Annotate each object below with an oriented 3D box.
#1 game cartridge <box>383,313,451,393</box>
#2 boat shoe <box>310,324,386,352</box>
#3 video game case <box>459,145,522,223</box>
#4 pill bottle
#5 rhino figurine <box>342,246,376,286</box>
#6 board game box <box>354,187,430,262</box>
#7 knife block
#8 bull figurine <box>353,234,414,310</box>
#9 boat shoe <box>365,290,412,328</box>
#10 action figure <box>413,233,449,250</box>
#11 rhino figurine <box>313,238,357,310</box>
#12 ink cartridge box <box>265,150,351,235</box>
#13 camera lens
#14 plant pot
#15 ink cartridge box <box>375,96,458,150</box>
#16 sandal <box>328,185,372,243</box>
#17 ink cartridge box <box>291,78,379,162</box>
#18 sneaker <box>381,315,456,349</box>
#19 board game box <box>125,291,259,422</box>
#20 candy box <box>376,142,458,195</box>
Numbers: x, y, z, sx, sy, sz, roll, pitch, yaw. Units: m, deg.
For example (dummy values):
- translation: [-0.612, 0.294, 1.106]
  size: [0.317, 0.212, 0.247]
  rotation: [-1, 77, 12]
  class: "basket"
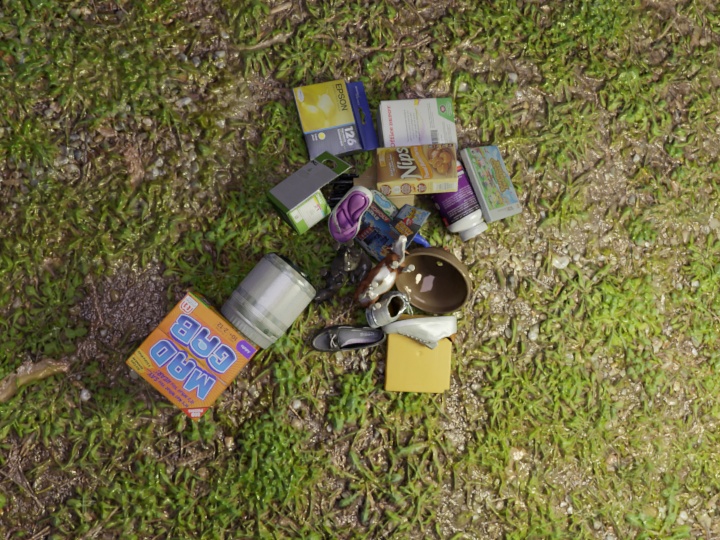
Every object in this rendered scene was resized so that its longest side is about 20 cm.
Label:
- translation: [0.153, 0.218, 1.344]
  size: [0.175, 0.032, 0.202]
  rotation: [5, 87, -7]
  class: "game cartridge"
- translation: [-0.031, 0.172, 1.308]
  size: [0.198, 0.057, 0.068]
  rotation: [-6, 87, -8]
  class: "boat shoe"
- translation: [0.353, -0.236, 1.361]
  size: [0.181, 0.022, 0.202]
  rotation: [-18, 87, -46]
  class: "video game case"
- translation: [0.257, -0.182, 1.349]
  size: [0.112, 0.112, 0.201]
  rotation: [-27, 89, -9]
  class: "pill bottle"
- translation: [0.000, 0.000, 1.265]
  size: [0.059, 0.200, 0.088]
  rotation: [13, 71, 30]
  class: "rhino figurine"
- translation: [0.068, -0.117, 1.264]
  size: [0.200, 0.200, 0.062]
  rotation: [43, 50, -9]
  class: "board game box"
- translation: [0.015, -0.184, 1.314]
  size: [0.200, 0.064, 0.176]
  rotation: [38, 71, 19]
  class: "knife block"
- translation: [0.060, 0.007, 1.189]
  size: [0.065, 0.121, 0.201]
  rotation: [38, 87, -12]
  class: "bull figurine"
- translation: [0.089, 0.084, 1.244]
  size: [0.086, 0.202, 0.075]
  rotation: [-20, 88, 26]
  class: "boat shoe"
- translation: [0.150, -0.115, 1.349]
  size: [0.199, 0.065, 0.100]
  rotation: [24, 100, -5]
  class: "action figure"
- translation: [-0.065, 0.016, 1.306]
  size: [0.059, 0.087, 0.201]
  rotation: [25, 82, 23]
  class: "rhino figurine"
- translation: [-0.119, -0.200, 1.280]
  size: [0.199, 0.148, 0.076]
  rotation: [-38, 130, -10]
  class: "ink cartridge box"
- translation: [-0.219, 0.069, 1.240]
  size: [0.160, 0.160, 0.200]
  rotation: [40, 81, -2]
  class: "camera lens"
- translation: [0.193, 0.009, 1.311]
  size: [0.200, 0.201, 0.093]
  rotation: [35, 45, -3]
  class: "plant pot"
- translation: [0.148, -0.376, 1.366]
  size: [0.198, 0.084, 0.146]
  rotation: [-6, 86, -8]
  class: "ink cartridge box"
- translation: [-0.035, -0.128, 1.233]
  size: [0.082, 0.203, 0.050]
  rotation: [26, 50, -2]
  class: "sandal"
- translation: [-0.064, -0.406, 1.363]
  size: [0.198, 0.047, 0.199]
  rotation: [-15, 87, -6]
  class: "ink cartridge box"
- translation: [0.153, 0.162, 1.295]
  size: [0.198, 0.073, 0.086]
  rotation: [-2, 85, -8]
  class: "sneaker"
- translation: [-0.374, 0.192, 1.189]
  size: [0.200, 0.200, 0.200]
  rotation: [41, 82, -3]
  class: "board game box"
- translation: [0.140, -0.252, 1.270]
  size: [0.198, 0.055, 0.116]
  rotation: [-2, 61, 6]
  class: "candy box"
